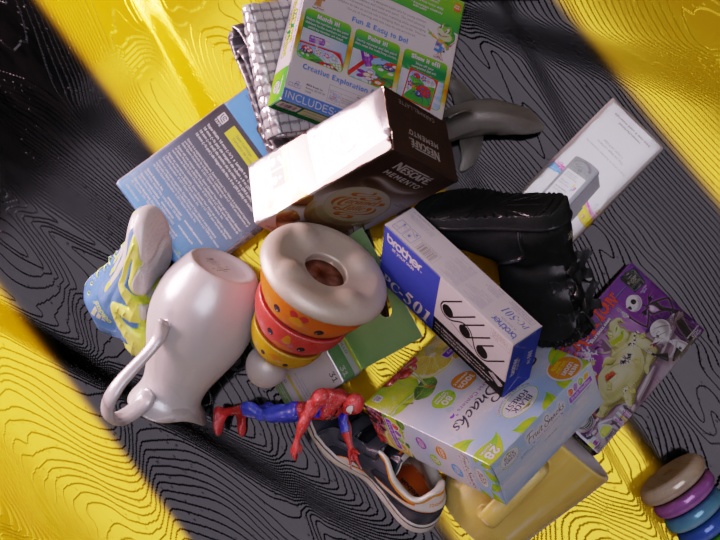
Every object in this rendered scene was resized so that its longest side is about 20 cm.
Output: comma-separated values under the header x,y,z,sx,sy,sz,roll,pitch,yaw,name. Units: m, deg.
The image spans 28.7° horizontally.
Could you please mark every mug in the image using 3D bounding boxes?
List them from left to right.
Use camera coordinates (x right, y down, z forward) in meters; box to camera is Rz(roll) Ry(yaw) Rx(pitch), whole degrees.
x,y,z,sx,sy,sz,roll,pitch,yaw,name
0.167,0.231,1.587,0.153,0.186,0.149,-47,52,8,mug

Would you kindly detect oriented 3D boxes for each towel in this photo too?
x,y,z,sx,sy,sz,roll,pitch,yaw,name
-0.046,-0.228,1.625,0.199,0.086,0.166,-14,87,-28,towel

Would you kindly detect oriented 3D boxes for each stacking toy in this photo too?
x,y,z,sx,sy,sz,roll,pitch,yaw,name
-0.071,0.060,1.540,0.146,0.146,0.200,32,127,3,stacking toy
0.412,0.312,1.618,0.085,0.085,0.200,-36,90,0,stacking toy

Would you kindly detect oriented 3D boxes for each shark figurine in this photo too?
x,y,z,sx,sy,sz,roll,pitch,yaw,name
0.097,-0.151,1.645,0.214,0.090,0.128,-40,85,-2,shark figurine

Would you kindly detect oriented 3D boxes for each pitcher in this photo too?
x,y,z,sx,sy,sz,roll,pitch,yaw,name
-0.204,0.082,1.575,0.121,0.171,0.200,33,111,23,pitcher

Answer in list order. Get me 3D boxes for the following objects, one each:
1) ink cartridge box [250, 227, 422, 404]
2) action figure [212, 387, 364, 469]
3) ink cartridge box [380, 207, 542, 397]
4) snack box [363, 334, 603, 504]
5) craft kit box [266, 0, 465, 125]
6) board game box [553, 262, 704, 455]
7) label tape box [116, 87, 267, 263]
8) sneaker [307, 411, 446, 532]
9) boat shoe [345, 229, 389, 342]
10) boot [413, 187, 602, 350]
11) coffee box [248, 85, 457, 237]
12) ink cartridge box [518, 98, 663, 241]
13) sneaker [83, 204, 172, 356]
x,y,z,sx,sy,sz,roll,pitch,yaw,name
-0.042,0.059,1.602,0.200,0.048,0.146,-31,87,41,ink cartridge box
-0.073,0.186,1.595,0.200,0.065,0.099,-17,75,35,action figure
0.101,0.033,1.476,0.044,0.094,0.200,-31,59,-26,ink cartridge box
0.132,0.143,1.521,0.169,0.200,0.068,-42,129,-25,snack box
0.009,-0.246,1.585,0.199,0.048,0.198,19,76,-23,craft kit box
0.293,0.102,1.633,0.120,0.032,0.200,41,76,7,board game box
-0.164,-0.103,1.661,0.200,0.063,0.144,-36,87,-1,label tape box
0.024,0.205,1.611,0.200,0.080,0.078,41,50,17,sneaker
-0.004,0.001,1.633,0.075,0.075,0.203,-25,86,43,boat shoe
0.159,-0.003,1.509,0.198,0.073,0.163,4,123,33,boot
-0.011,-0.106,1.530,0.200,0.114,0.080,-27,58,33,coffee box
0.240,-0.089,1.605,0.086,0.148,0.200,43,91,4,ink cartridge box
-0.278,0.007,1.623,0.105,0.076,0.201,18,122,19,sneaker
